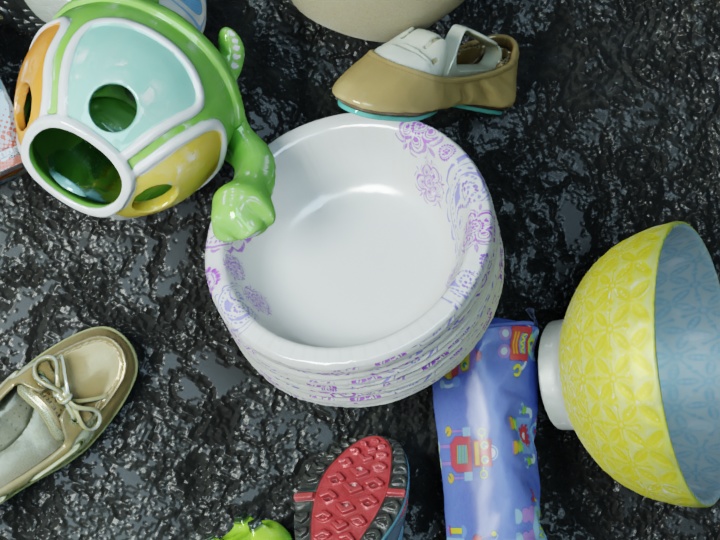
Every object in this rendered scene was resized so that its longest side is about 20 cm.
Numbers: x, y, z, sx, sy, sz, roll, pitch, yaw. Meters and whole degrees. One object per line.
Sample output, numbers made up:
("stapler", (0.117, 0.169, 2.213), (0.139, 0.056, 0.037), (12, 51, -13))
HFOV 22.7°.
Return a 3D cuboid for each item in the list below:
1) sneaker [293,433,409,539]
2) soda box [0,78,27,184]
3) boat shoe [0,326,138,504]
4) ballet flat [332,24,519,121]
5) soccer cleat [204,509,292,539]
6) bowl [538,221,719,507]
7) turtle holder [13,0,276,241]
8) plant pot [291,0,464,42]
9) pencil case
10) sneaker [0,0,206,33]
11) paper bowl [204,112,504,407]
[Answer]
("sneaker", (-0.009, 0.213, 1.259), (0.079, 0.096, 0.201), (6, 59, 16))
("soda box", (-0.324, -0.063, 1.217), (0.199, 0.064, 0.069), (-25, 90, -14))
("boat shoe", (-0.233, 0.112, 1.220), (0.200, 0.063, 0.073), (-36, 93, -13))
("ballet flat", (0.049, -0.143, 1.256), (0.068, 0.200, 0.063), (26, 109, 28))
("soccer cleat", (-0.128, 0.244, 1.232), (0.199, 0.067, 0.081), (-28, 104, -14))
("bowl", (0.190, 0.070, 1.278), (0.107, 0.200, 0.202), (-6, 85, 26))
("turtle holder", (-0.149, -0.090, 1.196), (0.186, 0.140, 0.132), (54, 39, -22))
("plant pot", (0.012, -0.241, 1.260), (0.199, 0.201, 0.135), (14, 117, -10))
("pencil case", (0.096, 0.130, 1.283), (0.078, 0.087, 0.202), (-7, 84, 30))
("sneaker", (-0.204, -0.203, 1.262), (0.199, 0.072, 0.073), (22, 49, -4))
("paper bowl", (0.000, 0.000, 1.235), (0.199, 0.105, 0.202), (-6, 59, 9))
